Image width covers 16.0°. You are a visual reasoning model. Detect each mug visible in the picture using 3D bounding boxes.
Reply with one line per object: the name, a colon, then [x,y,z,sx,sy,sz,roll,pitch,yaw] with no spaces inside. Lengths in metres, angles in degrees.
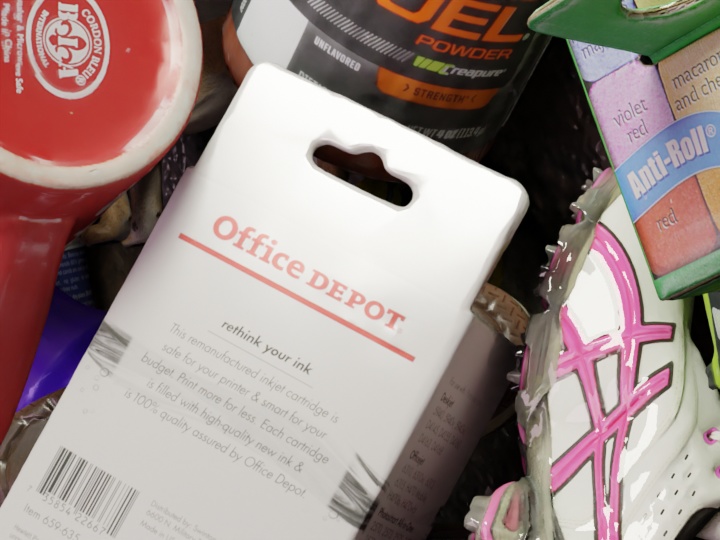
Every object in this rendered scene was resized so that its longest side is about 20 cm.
mug: [-0.132,-0.032,0.887,0.178,0.133,0.200,59,146,0]

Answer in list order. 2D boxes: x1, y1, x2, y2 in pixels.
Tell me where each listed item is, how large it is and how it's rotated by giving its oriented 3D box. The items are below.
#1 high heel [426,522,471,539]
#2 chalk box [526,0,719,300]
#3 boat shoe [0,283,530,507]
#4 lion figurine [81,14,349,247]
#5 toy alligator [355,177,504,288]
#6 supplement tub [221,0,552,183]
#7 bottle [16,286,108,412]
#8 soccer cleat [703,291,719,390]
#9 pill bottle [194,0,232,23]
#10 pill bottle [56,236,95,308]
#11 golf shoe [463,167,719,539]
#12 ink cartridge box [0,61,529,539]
high heel: [-0.043,0.135,0.890,0.199,0.096,0.068,-8,104,17]
chalk box: [0.134,-0.073,0.670,0.124,0.199,0.124,-28,79,47]
boat shoe: [-0.029,0.051,0.910,0.201,0.075,0.075,-13,73,13]
lion figurine: [-0.067,-0.077,0.991,0.199,0.072,0.123,-10,87,27]
toy alligator: [0.000,0.000,0.952,0.200,0.059,0.054,-34,29,53]
supplement tub: [0.034,-0.133,0.837,0.107,0.107,0.200,49,131,28]
bottle: [-0.077,0.074,0.994,0.200,0.065,0.084,40,162,13]
soccer cleat: [0.143,0.004,0.782,0.081,0.067,0.201,-32,74,40]
pill bottle: [-0.099,-0.191,0.911,0.200,0.114,0.114,44,129,16]
pill bottle: [-0.179,-0.041,1.089,0.112,0.112,0.201,-8,94,48]
golf shoe: [0.089,0.057,0.816,0.092,0.073,0.201,11,70,14]
ink cartridge box: [-0.028,0.048,0.831,0.116,0.067,0.201,28,86,24]
